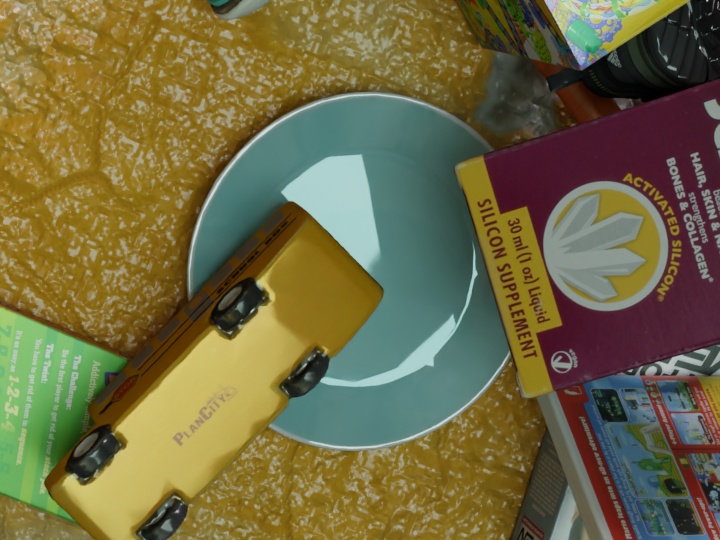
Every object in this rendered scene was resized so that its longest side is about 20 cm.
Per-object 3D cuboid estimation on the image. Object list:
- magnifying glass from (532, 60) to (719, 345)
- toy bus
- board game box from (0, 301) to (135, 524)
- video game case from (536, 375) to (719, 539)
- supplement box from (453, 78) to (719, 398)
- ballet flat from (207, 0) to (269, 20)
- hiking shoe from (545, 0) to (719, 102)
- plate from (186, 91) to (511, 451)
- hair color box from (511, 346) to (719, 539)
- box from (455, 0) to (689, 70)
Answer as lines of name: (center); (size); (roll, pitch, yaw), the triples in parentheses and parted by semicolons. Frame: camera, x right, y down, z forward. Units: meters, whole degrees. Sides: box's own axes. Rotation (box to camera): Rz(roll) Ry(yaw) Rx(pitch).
magnifying glass: (0.159, -0.047, 1.455); (0.079, 0.022, 0.201); (-32, 86, -32)
toy bus: (-0.080, 0.058, 1.396); (0.200, 0.078, 0.065); (-46, 109, -3)
board game box: (-0.182, 0.074, 1.425); (0.199, 0.030, 0.096); (24, 94, -15)
video game case: (0.206, 0.107, 1.414); (0.198, 0.143, 0.018); (1, 128, -15)
supplement box: (0.168, -0.024, 1.363); (0.199, 0.103, 0.132); (-18, 88, 19)
ballet flat: (-0.016, -0.219, 1.396); (0.069, 0.069, 0.201); (21, 94, -17)
hiking shoe: (0.184, -0.135, 1.440); (0.199, 0.100, 0.076); (-16, 93, -50)
plate: (0.000, 0.000, 1.459); (0.199, 0.026, 0.202); (-3, 101, -14)
hair color box: (0.164, 0.090, 1.501); (0.098, 0.061, 0.201); (15, 97, -17)
box: (0.140, -0.212, 1.364); (0.199, 0.193, 0.122); (-32, 104, -6)
